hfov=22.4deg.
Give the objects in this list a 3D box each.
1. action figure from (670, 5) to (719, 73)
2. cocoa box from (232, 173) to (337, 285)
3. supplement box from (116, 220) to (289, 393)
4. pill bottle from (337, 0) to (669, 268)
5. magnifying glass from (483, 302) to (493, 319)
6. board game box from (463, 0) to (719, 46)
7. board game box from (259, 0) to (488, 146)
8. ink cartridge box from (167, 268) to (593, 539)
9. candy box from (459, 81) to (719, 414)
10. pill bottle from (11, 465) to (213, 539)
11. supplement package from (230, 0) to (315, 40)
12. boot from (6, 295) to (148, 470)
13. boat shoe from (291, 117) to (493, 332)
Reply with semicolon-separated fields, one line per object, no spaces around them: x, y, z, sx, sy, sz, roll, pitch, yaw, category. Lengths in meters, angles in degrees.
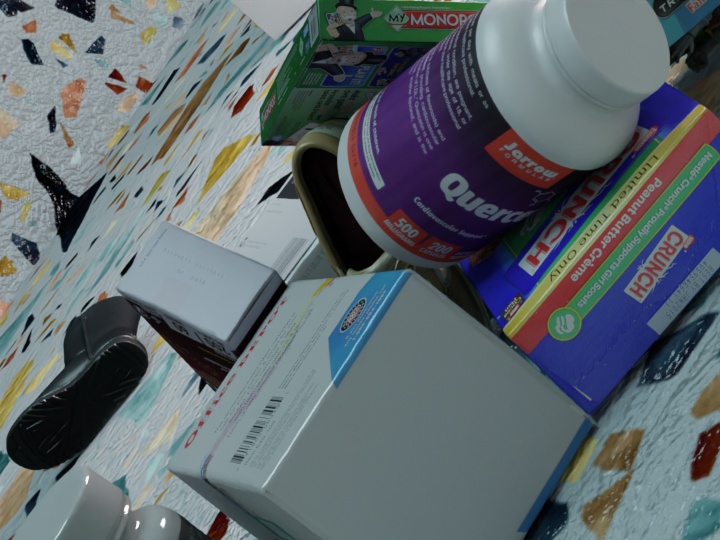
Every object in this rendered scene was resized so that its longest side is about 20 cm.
0.209;-0.159;1.197;0.199;0.055;0.118;-33;-14;16;action figure
0.000;0.000;1.332;0.134;0.131;0.200;-52;15;-8;cocoa box
-0.070;0.056;1.239;0.108;0.200;0.061;23;72;36;supplement box
0.081;-0.088;1.043;0.200;0.112;0.113;-35;22;46;pill bottle
0.063;0.029;1.219;0.201;0.079;0.022;-61;31;10;magnifying glass
0.178;-0.199;1.154;0.200;0.047;0.151;-40;28;-10;board game box
0.017;-0.123;1.165;0.200;0.133;0.029;134;133;-70;board game box
0.005;0.102;1.062;0.147;0.146;0.200;-56;16;-14;ink cartridge box
0.145;-0.029;1.084;0.169;0.077;0.200;-49;17;7;candy box
-0.109;0.208;1.049;0.114;0.200;0.114;-46;16;17;pill bottle
-0.112;-0.464;2.725;0.121;0.120;0.201;-38;20;35;supplement package
-0.324;0.126;2.084;0.200;0.076;0.168;-44;19;3;boot
0.015;-0.003;1.166;0.074;0.201;0.066;-36;-2;21;boat shoe
